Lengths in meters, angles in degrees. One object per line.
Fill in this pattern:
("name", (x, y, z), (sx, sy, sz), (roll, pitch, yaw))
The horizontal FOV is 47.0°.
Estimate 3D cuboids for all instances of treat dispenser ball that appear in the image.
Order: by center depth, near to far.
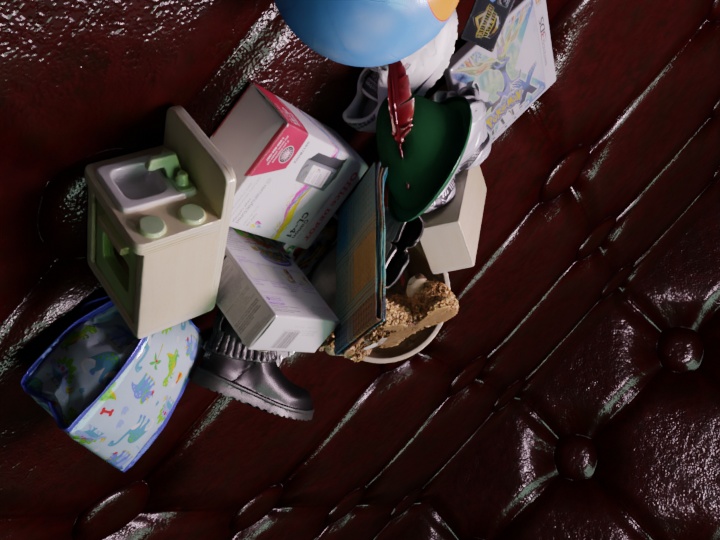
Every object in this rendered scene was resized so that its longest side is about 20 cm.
("treat dispenser ball", (0.006, -0.298, 0.779), (0.199, 0.201, 0.203), (-33, 152, -20))

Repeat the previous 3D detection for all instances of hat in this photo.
("hat", (0.026, -0.185, 1.009), (0.174, 0.166, 0.202), (26, 106, -24))

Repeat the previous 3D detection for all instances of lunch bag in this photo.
("lunch bag", (-0.293, 0.121, 1.038), (0.200, 0.127, 0.171), (-48, 155, -15))

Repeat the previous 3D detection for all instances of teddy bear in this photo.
("teddy bear", (0.033, 0.063, 1.113), (0.198, 0.068, 0.143), (-33, 156, 31))

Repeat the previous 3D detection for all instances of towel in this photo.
("towel", (0.000, -0.012, 1.029), (0.021, 0.205, 0.147), (9, 156, -19))

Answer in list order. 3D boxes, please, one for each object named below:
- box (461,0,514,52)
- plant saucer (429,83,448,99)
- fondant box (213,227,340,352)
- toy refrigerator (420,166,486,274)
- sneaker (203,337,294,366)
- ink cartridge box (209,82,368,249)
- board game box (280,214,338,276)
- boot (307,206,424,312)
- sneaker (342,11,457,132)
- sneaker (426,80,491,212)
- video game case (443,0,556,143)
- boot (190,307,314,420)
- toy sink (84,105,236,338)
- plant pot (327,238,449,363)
("box", (0.188, -0.391, 0.969), (0.200, 0.049, 0.202), (-65, 177, -49))
("plant saucer", (0.145, -0.212, 1.286), (0.198, 0.035, 0.202), (-33, 152, -20))
("fondant box", (-0.131, 0.008, 1.022), (0.058, 0.201, 0.143), (-46, 154, 17))
("toy refrigerator", (0.131, -0.089, 1.190), (0.068, 0.202, 0.077), (-11, 124, 22))
("sneaker", (-0.131, 0.140, 1.245), (0.196, 0.118, 0.076), (-13, 166, -11))
("ink cartridge box", (-0.099, -0.120, 1.017), (0.148, 0.086, 0.199), (-51, 152, 13))
("board game box", (-0.109, -0.011, 1.213), (0.200, 0.035, 0.126), (-47, 154, 5))
("boot", (0.000, 0.000, 1.108), (0.067, 0.130, 0.203), (28, 90, -32))
("sneaker", (0.050, -0.260, 1.048), (0.079, 0.077, 0.202), (1, 128, -44))
("sneaker", (0.111, -0.172, 1.131), (0.200, 0.074, 0.117), (-44, 141, -32))
("video game case", (0.211, -0.291, 1.223), (0.200, 0.022, 0.184), (-43, 142, -13))
("boot", (-0.123, 0.111, 1.149), (0.209, 0.079, 0.161), (30, 78, -39))
("toy sink", (-0.223, -0.051, 0.890), (0.111, 0.131, 0.202), (-21, 147, -36))
("plant pot", (0.027, 0.027, 1.275), (0.200, 0.201, 0.183), (-43, -176, -1))
